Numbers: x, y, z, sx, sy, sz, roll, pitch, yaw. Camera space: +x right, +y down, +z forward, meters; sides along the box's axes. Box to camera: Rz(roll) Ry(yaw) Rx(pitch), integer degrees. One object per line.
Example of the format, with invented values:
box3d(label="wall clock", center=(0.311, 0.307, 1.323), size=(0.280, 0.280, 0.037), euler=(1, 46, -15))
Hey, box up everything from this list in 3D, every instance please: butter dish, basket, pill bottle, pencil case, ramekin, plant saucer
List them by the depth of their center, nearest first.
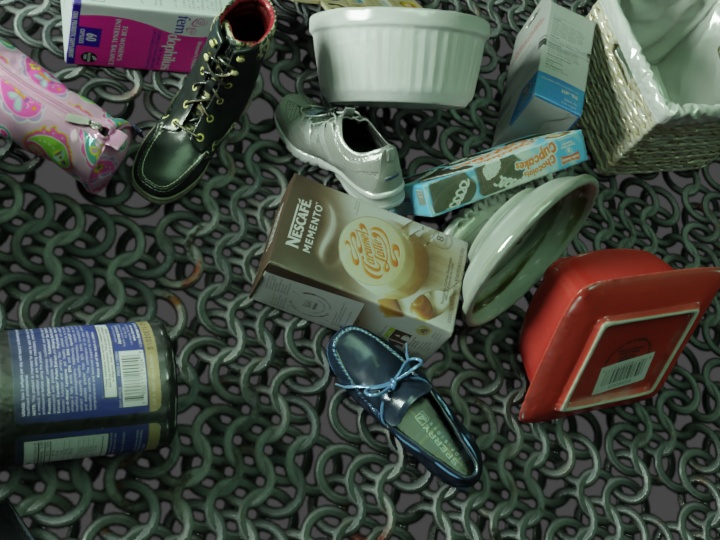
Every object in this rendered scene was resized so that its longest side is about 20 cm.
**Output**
box3d(label="pill bottle", center=(-0.260, 0.104, 0.806), size=(0.198, 0.112, 0.113), euler=(-2, 64, -23))
box3d(label="pencil case", center=(-0.319, -0.160, 0.941), size=(0.199, 0.088, 0.088), euler=(33, 56, -1))
box3d(label="plant saucer", center=(0.165, -0.031, 1.001), size=(0.199, 0.201, 0.050), euler=(-33, 67, -32))
box3d(label="butter dish", center=(0.247, 0.045, 1.019), size=(0.198, 0.201, 0.148), euler=(-7, 43, -26))
box3d(label="ramekin", center=(0.042, -0.231, 1.064), size=(0.200, 0.202, 0.095), euler=(-1, 98, -22))
box3d(label="basket", center=(0.381, -0.239, 1.217), size=(0.198, 0.161, 0.200), euler=(-7, 66, -25))

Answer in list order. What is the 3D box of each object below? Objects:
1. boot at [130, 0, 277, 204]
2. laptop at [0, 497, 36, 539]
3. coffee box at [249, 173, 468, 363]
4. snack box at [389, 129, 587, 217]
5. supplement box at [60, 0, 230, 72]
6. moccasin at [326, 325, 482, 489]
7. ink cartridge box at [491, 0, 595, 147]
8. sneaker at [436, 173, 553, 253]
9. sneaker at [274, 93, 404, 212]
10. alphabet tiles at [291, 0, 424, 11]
box3d(label="boot", center=(-0.159, -0.177, 0.971), size=(0.073, 0.154, 0.204), euler=(32, 56, -2))
box3d(label="laptop", center=(-0.303, 0.319, 0.734), size=(0.186, 0.115, 0.202), euler=(-28, 104, -31))
box3d(label="coffee box", center=(0.000, 0.000, 0.984), size=(0.198, 0.080, 0.115), euler=(20, 57, -11))
box3d(label="snack box", center=(0.136, -0.108, 1.055), size=(0.198, 0.116, 0.038), euler=(-21, 102, -18))
box3d(label="supplement box", center=(-0.218, -0.287, 1.039), size=(0.198, 0.101, 0.104), euler=(-2, 64, -22))
box3d(label="moccasin", center=(0.051, 0.125, 0.933), size=(0.200, 0.068, 0.081), euler=(41, 79, 5))
box3d(label="ink cartridge box", center=(0.229, -0.243, 1.185), size=(0.067, 0.116, 0.202), euler=(22, 58, -9))
box3d(label="sneaker", center=(0.162, -0.051, 1.086), size=(0.199, 0.075, 0.082), euler=(-27, 84, -30))
box3d(label="sneaker", center=(-0.019, -0.149, 1.033), size=(0.074, 0.083, 0.200), euler=(-28, 52, -32))
box3d(label="alphabet tiles", center=(-0.019, -0.337, 1.142), size=(0.164, 0.006, 0.201), euler=(0, 33, -21))
